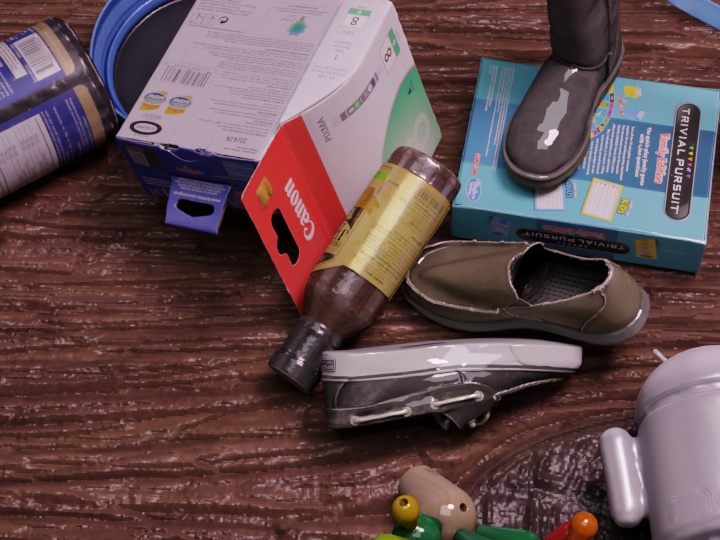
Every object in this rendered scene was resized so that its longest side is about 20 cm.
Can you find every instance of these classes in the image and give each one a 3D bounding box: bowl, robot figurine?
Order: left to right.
[{"bbox_3d":[-0.129,-0.181,1.421,0.199,0.039,0.202,-1,59,1],"label":"bowl"},{"bbox_3d":[0.255,0.138,1.175,0.169,0.113,0.201,-5,59,1],"label":"robot figurine"}]

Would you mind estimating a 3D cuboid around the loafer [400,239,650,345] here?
[{"bbox_3d":[0.119,0.004,1.265,0.199,0.070,0.075,5,57,27],"label":"loafer"}]

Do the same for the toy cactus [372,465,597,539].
[{"bbox_3d":[0.075,0.183,1.153,0.199,0.103,0.165,1,25,-30],"label":"toy cactus"}]

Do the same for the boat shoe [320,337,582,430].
[{"bbox_3d":[0.069,0.085,1.247,0.199,0.071,0.064,-4,91,-9],"label":"boat shoe"}]

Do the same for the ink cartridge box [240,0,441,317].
[{"bbox_3d":[-0.010,-0.083,1.287,0.050,0.161,0.201,9,58,25],"label":"ink cartridge box"}]

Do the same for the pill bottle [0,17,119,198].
[{"bbox_3d":[-0.305,-0.113,1.344,0.199,0.112,0.112,-29,62,-15],"label":"pill bottle"}]

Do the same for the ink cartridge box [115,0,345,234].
[{"bbox_3d":[-0.096,-0.124,1.303,0.136,0.076,0.201,11,58,27],"label":"ink cartridge box"}]

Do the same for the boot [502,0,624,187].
[{"bbox_3d":[0.157,-0.186,1.264,0.072,0.200,0.182,18,61,13],"label":"boot"}]

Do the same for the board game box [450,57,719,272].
[{"bbox_3d":[0.183,-0.086,1.348,0.199,0.047,0.152,9,60,7],"label":"board game box"}]

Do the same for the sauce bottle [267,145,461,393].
[{"bbox_3d":[0.000,0.000,1.277,0.065,0.065,0.200,30,79,18],"label":"sauce bottle"}]

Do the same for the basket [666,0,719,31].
[{"bbox_3d":[0.329,-0.189,1.325,0.199,0.139,0.176,33,23,1],"label":"basket"}]
